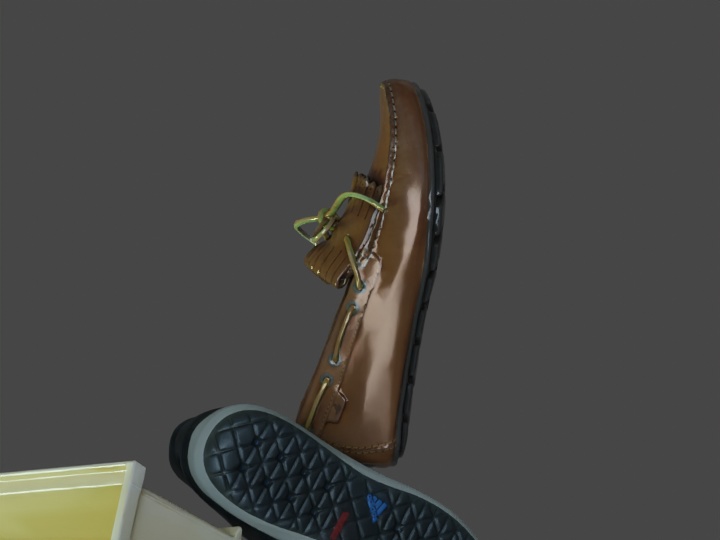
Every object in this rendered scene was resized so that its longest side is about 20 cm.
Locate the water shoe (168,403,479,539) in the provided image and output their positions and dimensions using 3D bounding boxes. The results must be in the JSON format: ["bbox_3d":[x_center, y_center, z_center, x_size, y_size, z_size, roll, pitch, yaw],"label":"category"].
[{"bbox_3d":[-0.009,0.131,1.325,0.200,0.079,0.072,41,75,-18],"label":"water shoe"}]

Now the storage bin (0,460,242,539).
[{"bbox_3d":[-0.174,0.208,1.266,0.198,0.094,0.200,-8,63,36],"label":"storage bin"}]

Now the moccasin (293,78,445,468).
[{"bbox_3d":[0.000,0.000,1.339,0.078,0.074,0.202,10,96,0],"label":"moccasin"}]
